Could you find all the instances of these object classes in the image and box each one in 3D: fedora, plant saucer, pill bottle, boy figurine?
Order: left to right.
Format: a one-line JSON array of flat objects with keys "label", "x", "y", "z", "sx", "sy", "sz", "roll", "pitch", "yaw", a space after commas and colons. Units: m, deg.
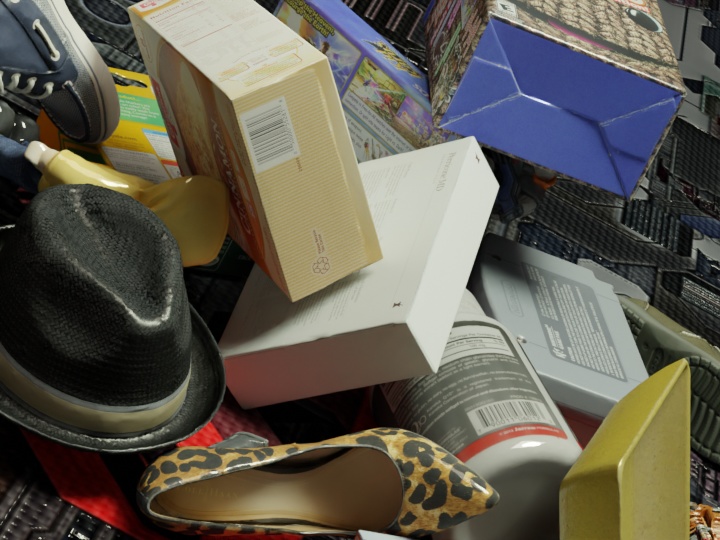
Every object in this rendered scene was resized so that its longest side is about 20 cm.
[{"label": "fedora", "x": -0.162, "y": 0.015, "z": 1.304, "sx": 0.199, "sy": 0.092, "sz": 0.201, "roll": 14, "pitch": 37, "yaw": -11}, {"label": "boy figurine", "x": -0.175, "y": -0.057, "z": 1.434, "sx": 0.199, "sy": 0.065, "sz": 0.124, "roll": 19, "pitch": -7, "yaw": 31}, {"label": "pill bottle", "x": 0.072, "y": 0.101, "z": 1.456, "sx": 0.115, "sy": 0.116, "sz": 0.200, "roll": 14, "pitch": 29, "yaw": -29}, {"label": "plant saucer", "x": 0.167, "y": 0.178, "z": 1.369, "sx": 0.048, "sy": 0.201, "sz": 0.200, "roll": 4, "pitch": 18, "yaw": 19}]

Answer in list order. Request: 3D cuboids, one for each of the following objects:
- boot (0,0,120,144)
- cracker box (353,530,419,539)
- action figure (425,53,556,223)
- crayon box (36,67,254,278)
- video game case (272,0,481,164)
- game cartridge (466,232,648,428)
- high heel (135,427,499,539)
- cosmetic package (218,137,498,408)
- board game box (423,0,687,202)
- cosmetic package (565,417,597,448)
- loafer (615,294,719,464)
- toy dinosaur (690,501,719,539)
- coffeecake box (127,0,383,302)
[{"label": "boot", "x": -0.238, "y": -0.146, "z": 1.478, "sx": 0.072, "sy": 0.201, "sz": 0.090, "roll": 9, "pitch": 49, "yaw": 35}, {"label": "cracker box", "x": 0.072, "y": 0.246, "z": 1.256, "sx": 0.133, "sy": 0.058, "sz": 0.200, "roll": 14, "pitch": 30, "yaw": -30}, {"label": "action figure", "x": 0.075, "y": -0.084, "z": 1.682, "sx": 0.105, "sy": 0.193, "sz": 0.201, "roll": 50, "pitch": 26, "yaw": -48}, {"label": "crayon box", "x": -0.162, "y": -0.079, "z": 1.617, "sx": 0.125, "sy": 0.052, "sz": 0.200, "roll": 8, "pitch": 33, "yaw": -37}, {"label": "video game case", "x": -0.020, "y": -0.089, "z": 1.632, "sx": 0.200, "sy": 0.182, "sz": 0.045, "roll": 44, "pitch": 28, "yaw": 28}, {"label": "game cartridge", "x": 0.144, "y": 0.047, "z": 1.609, "sx": 0.133, "sy": 0.041, "sz": 0.200, "roll": 24, "pitch": 25, "yaw": -19}, {"label": "high heel", "x": -0.029, "y": 0.138, "z": 1.280, "sx": 0.199, "sy": 0.072, "sz": 0.142, "roll": 6, "pitch": 11, "yaw": 24}, {"label": "cosmetic package", "x": 0.000, "y": 0.000, "z": 1.473, "sx": 0.052, "sy": 0.150, "sz": 0.200, "roll": 58, "pitch": 34, "yaw": -29}, {"label": "board game box", "x": 0.139, "y": -0.161, "z": 1.591, "sx": 0.159, "sy": 0.097, "sz": 0.200, "roll": 20, "pitch": 27, "yaw": -12}, {"label": "cosmetic package", "x": 0.143, "y": 0.076, "z": 1.655, "sx": 0.150, "sy": 0.052, "sz": 0.200, "roll": 23, "pitch": 26, "yaw": -19}, {"label": "loafer", "x": 0.273, "y": 0.084, "z": 1.745, "sx": 0.069, "sy": 0.075, "sz": 0.200, "roll": -7, "pitch": 43, "yaw": -45}, {"label": "toy dinosaur", "x": 0.280, "y": 0.218, "z": 1.498, "sx": 0.135, "sy": 0.102, "sz": 0.200, "roll": 2, "pitch": 41, "yaw": -28}, {"label": "coffeecake box", "x": -0.073, "y": -0.095, "z": 1.444, "sx": 0.073, "sy": 0.154, "sz": 0.200, "roll": -25, "pitch": 31, "yaw": -14}]
